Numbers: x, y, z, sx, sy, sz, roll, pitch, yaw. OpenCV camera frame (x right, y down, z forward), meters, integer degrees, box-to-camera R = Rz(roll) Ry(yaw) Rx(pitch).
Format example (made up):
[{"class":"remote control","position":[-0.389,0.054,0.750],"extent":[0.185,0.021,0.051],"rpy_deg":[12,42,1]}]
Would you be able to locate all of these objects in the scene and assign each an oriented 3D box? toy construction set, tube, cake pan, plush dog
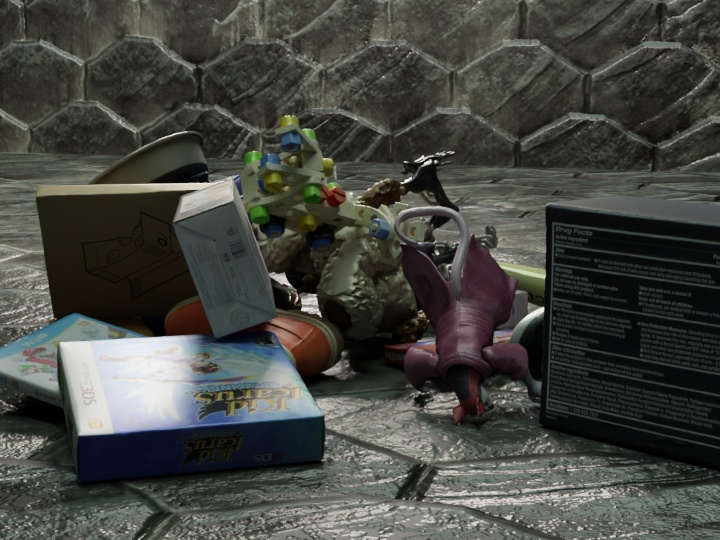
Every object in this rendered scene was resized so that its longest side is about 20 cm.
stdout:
[{"class":"toy construction set","position":[-0.035,-0.070,1.343],"extent":[0.200,0.092,0.131],"rpy_deg":[29,-43,-31]},{"class":"tube","position":[0.209,0.021,1.616],"extent":[0.200,0.058,0.052],"rpy_deg":[16,38,20]},{"class":"cake pan","position":[-0.258,-0.088,1.600],"extent":[0.200,0.037,0.200],"rpy_deg":[-34,-7,-5]},{"class":"plush dog","position":[0.000,0.000,1.491],"extent":[0.160,0.172,0.200],"rpy_deg":[-43,53,-14]}]

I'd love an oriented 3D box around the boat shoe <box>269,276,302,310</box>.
[{"class":"boat shoe","position":[-0.108,0.045,1.563],"extent":[0.063,0.074,0.201],"rpy_deg":[30,-3,-9]}]

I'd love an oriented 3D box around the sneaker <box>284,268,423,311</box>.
[{"class":"sneaker","position":[0.002,-0.001,1.630],"extent":[0.200,0.076,0.088],"rpy_deg":[18,15,-17]}]

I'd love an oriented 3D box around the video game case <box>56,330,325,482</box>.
[{"class":"video game case","position":[-0.148,0.108,1.164],"extent":[0.199,0.046,0.181],"rpy_deg":[-3,22,-17]}]

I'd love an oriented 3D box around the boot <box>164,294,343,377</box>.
[{"class":"boot","position":[-0.129,0.072,1.388],"extent":[0.200,0.075,0.107],"rpy_deg":[6,17,27]}]

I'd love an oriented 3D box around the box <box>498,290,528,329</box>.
[{"class":"box","position":[0.138,0.036,1.607],"extent":[0.039,0.042,0.200],"rpy_deg":[-4,6,-17]}]

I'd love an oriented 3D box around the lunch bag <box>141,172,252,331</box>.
[{"class":"lunch bag","position":[-0.192,-0.032,1.573],"extent":[0.200,0.133,0.136],"rpy_deg":[-28,6,4]}]

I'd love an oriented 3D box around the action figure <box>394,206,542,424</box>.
[{"class":"action figure","position":[0.103,0.052,1.271],"extent":[0.134,0.149,0.200],"rpy_deg":[-8,42,7]}]

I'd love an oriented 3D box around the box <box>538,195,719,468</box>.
[{"class":"box","position":[0.267,0.044,1.174],"extent":[0.200,0.199,0.123],"rpy_deg":[10,15,42]}]

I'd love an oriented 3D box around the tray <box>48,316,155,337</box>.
[{"class":"tray","position":[-0.262,0.082,1.421],"extent":[0.098,0.037,0.200],"rpy_deg":[-4,12,-17]}]

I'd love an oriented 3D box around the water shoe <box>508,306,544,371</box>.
[{"class":"water shoe","position":[0.249,0.071,1.379],"extent":[0.199,0.072,0.079],"rpy_deg":[-4,16,-13]}]

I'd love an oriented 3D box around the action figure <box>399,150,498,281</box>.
[{"class":"action figure","position":[0.103,-0.028,1.531],"extent":[0.102,0.201,0.119],"rpy_deg":[-10,11,5]}]

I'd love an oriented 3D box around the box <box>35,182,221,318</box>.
[{"class":"box","position":[-0.232,-0.020,1.448],"extent":[0.199,0.164,0.021],"rpy_deg":[-1,37,-2]}]

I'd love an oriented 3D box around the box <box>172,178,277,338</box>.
[{"class":"box","position":[-0.128,-0.016,1.310],"extent":[0.060,0.117,0.200],"rpy_deg":[-20,12,-2]}]

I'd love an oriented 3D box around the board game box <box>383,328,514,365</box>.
[{"class":"board game box","position":[0.135,0.080,1.442],"extent":[0.200,0.020,0.103],"rpy_deg":[-6,5,-30]}]

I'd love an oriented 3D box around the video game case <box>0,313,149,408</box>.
[{"class":"video game case","position":[-0.234,0.093,1.276],"extent":[0.200,0.018,0.143],"rpy_deg":[15,25,26]}]
